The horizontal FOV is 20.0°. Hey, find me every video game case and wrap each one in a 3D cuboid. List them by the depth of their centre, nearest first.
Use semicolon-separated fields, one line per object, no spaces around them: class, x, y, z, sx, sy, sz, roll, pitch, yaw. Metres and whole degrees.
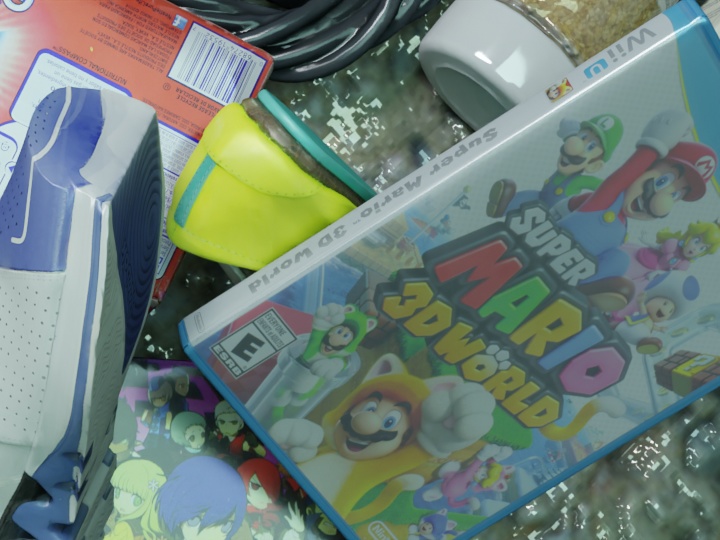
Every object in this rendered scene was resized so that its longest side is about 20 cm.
video game case;0.058;0.014;0.696;0.199;0.018;0.143;-32;126;7
video game case;-0.077;0.124;0.755;0.198;0.036;0.183;5;82;-11

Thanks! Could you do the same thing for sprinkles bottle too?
sprinkles bottle;0.109;-0.137;0.802;0.068;0.068;0.200;42;78;-4

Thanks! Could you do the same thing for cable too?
cable;-0.041;-0.175;0.793;0.163;0.051;0.201;-32;94;-8

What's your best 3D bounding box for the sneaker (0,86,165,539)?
sneaker;-0.135;0.034;0.666;0.114;0.081;0.201;16;120;2

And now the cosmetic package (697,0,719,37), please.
cosmetic package;0.158;-0.077;0.789;0.200;0.104;0.073;-45;94;-11

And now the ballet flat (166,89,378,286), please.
ballet flat;0.000;0.000;0.736;0.067;0.200;0.067;-51;51;6

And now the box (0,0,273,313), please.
box;-0.143;-0.070;0.731;0.199;0.095;0.100;26;80;-8
